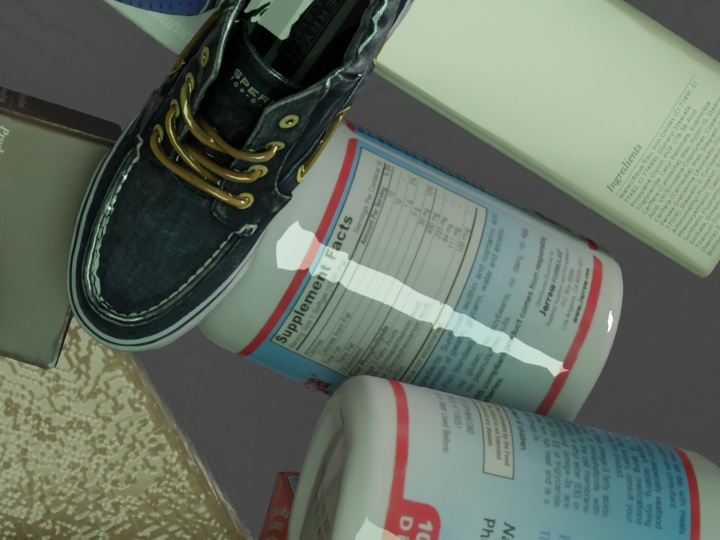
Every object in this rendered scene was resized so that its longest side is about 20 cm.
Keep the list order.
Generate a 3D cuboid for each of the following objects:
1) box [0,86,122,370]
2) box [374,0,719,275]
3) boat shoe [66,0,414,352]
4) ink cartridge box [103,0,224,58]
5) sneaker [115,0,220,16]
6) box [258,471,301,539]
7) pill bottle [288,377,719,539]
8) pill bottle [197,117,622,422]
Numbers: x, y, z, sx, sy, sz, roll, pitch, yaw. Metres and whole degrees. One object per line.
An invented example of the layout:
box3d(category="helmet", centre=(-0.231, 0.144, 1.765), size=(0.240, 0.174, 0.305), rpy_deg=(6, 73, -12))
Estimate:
box3d(category="box", centre=(-0.206, -0.040, 0.920), size=(0.200, 0.075, 0.100), rpy_deg=(18, 99, -9))
box3d(category="box", centre=(0.079, -0.084, 0.940), size=(0.200, 0.068, 0.082), rpy_deg=(33, 97, -12))
box3d(category="boat shoe", centre=(-0.050, -0.053, 0.825), size=(0.071, 0.091, 0.200), rpy_deg=(34, 97, 0))
box3d(category="ink cartridge box", centre=(-0.077, -0.197, 0.847), size=(0.200, 0.044, 0.174), rpy_deg=(36, 100, -21))
box3d(category="sneaker", centre=(-0.066, -0.184, 0.770), size=(0.080, 0.115, 0.200), rpy_deg=(6, 108, -13))
box3d(category="box", centre=(0.050, 0.166, 0.982), size=(0.200, 0.103, 0.095), rpy_deg=(15, 101, -11))
box3d(category="pill bottle", centre=(0.077, 0.114, 0.867), size=(0.200, 0.109, 0.109), rpy_deg=(13, 100, -10))
box3d(category="pill bottle", centre=(0.000, 0.000, 0.935), size=(0.200, 0.109, 0.109), rpy_deg=(26, 98, -11))
